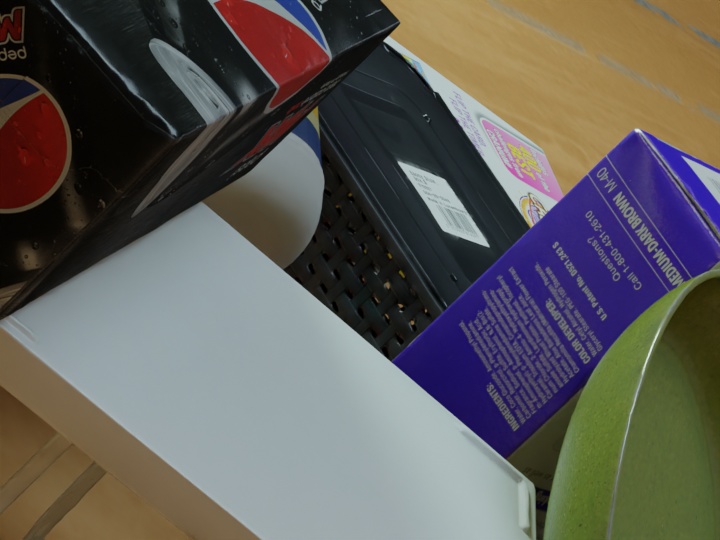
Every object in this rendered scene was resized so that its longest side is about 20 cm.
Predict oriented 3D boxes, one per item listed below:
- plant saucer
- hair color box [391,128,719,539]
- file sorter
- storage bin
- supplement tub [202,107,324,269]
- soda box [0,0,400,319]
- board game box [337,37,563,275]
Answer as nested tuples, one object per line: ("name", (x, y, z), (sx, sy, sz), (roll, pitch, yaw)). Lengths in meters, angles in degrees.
("plant saucer", (0.092, 0.100, 0.897), (0.200, 0.031, 0.201), (1, 90, -66))
("hair color box", (0.063, 0.050, 1.000), (0.109, 0.200, 0.065), (20, 30, -53))
("file sorter", (-0.065, 0.070, 0.802), (0.200, 0.124, 0.139), (41, 20, -16))
("storage bin", (0.000, 0.000, 1.135), (0.135, 0.094, 0.200), (18, 33, -55))
("supplement tub", (-0.089, -0.099, 0.965), (0.144, 0.144, 0.201), (22, 56, -51))
("soda box", (-0.056, -0.051, 0.763), (0.063, 0.071, 0.200), (47, 20, 1))
("board game box", (0.026, -0.047, 1.365), (0.200, 0.040, 0.153), (34, 22, -33))
